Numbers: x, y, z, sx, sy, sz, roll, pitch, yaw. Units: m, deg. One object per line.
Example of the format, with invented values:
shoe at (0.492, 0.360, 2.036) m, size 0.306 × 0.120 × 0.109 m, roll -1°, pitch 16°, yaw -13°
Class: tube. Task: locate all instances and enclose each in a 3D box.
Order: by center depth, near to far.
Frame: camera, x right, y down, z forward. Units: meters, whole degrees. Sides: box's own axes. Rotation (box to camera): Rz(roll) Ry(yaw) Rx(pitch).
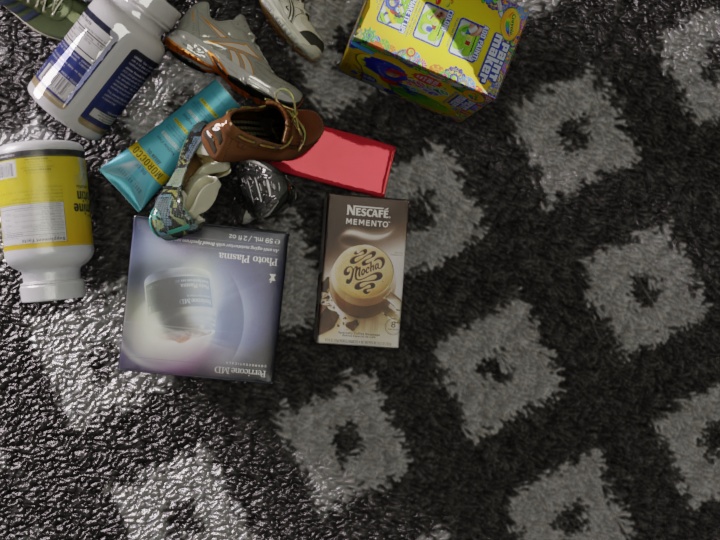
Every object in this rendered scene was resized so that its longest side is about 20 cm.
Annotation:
tube at (-0.252, -0.174, 1.232) m, size 0.200 × 0.050 × 0.077 m, roll -42°, pitch 90°, yaw -1°

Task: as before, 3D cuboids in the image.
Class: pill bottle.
pill bottle at (-0.323, -0.277, 1.172) m, size 0.111 × 0.111 × 0.200 m, roll 40°, pitch 96°, yaw -6°
pill bottle at (-0.404, -0.062, 1.178) m, size 0.112 × 0.112 × 0.201 m, roll -5°, pitch 92°, yaw -7°

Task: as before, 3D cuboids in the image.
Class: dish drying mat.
dish drying mat at (-0.054, -0.161, 1.268) m, size 0.199 × 0.018 × 0.077 m, roll 14°, pitch 88°, yaw -8°

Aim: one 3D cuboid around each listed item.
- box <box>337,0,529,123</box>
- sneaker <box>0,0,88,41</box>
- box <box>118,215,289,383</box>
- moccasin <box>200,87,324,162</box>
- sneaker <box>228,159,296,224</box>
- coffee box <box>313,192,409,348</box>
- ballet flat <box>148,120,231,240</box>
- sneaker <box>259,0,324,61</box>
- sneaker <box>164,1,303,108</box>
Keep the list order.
box at (0.088, -0.298, 1.193) m, size 0.192 × 0.200 × 0.122 m, roll 22°, pitch 88°, yaw -6°
sneaker at (-0.437, -0.363, 1.181) m, size 0.200 × 0.090 × 0.067 m, roll 30°, pitch 86°, yaw -7°
box at (-0.201, 0.038, 1.200) m, size 0.199 × 0.123 × 0.199 m, roll 5°, pitch 91°, yaw -6°
moccasin at (-0.113, -0.185, 1.169) m, size 0.078 × 0.201 × 0.074 m, roll -35°, pitch 74°, yaw 36°
sneaker at (-0.118, -0.106, 1.173) m, size 0.079 × 0.200 × 0.074 m, roll -14°, pitch 93°, yaw -16°
coffee box at (0.000, 0.000, 1.245) m, size 0.113 × 0.080 × 0.201 m, roll 4°, pitch 90°, yaw -6°
ballet flat at (-0.198, -0.116, 1.144) m, size 0.074 × 0.074 × 0.200 m, roll 19°, pitch 52°, yaw -7°
sneaker at (-0.101, -0.380, 1.231) m, size 0.088 × 0.076 × 0.200 m, roll -38°, pitch 95°, yaw -5°
sneaker at (-0.157, -0.292, 1.228) m, size 0.200 × 0.076 × 0.092 m, roll 30°, pitch 83°, yaw -8°
